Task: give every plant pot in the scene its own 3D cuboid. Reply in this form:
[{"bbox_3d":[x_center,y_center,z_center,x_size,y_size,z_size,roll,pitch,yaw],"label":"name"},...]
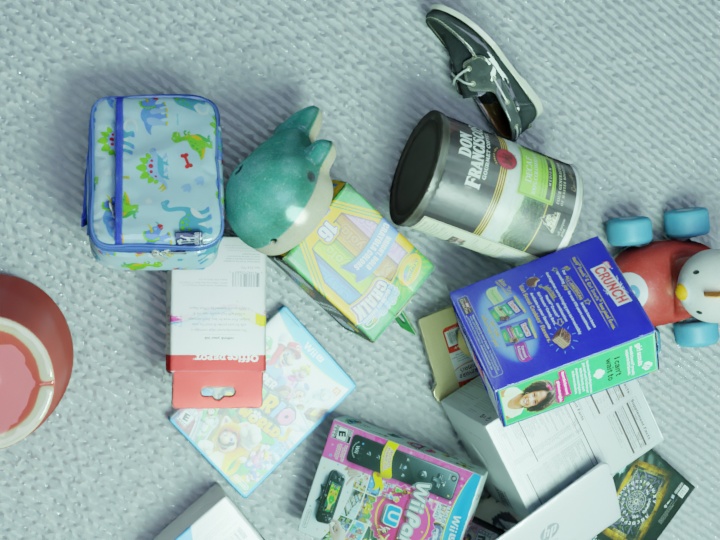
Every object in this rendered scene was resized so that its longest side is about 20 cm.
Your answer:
[{"bbox_3d":[-0.411,0.109,1.292,0.198,0.177,0.203,-1,94,-16],"label":"plant pot"}]

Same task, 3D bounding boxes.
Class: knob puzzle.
[{"bbox_3d":[0.179,0.125,1.547,0.217,0.030,0.222,-1,94,-17],"label":"knob puzzle"}]

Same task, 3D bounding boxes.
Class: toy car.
[{"bbox_3d":[0.429,0.020,1.526,0.175,0.200,0.187,-8,97,-16],"label":"toy car"}]

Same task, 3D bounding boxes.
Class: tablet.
[{"bbox_3d":[0.228,0.321,1.416,0.199,0.014,0.131,-34,136,-10],"label":"tablet"}]

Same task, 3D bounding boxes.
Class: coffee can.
[{"bbox_3d":[0.155,-0.096,1.462,0.198,0.146,0.148,18,89,-18],"label":"coffee can"}]

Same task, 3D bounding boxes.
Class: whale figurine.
[{"bbox_3d":[-0.097,-0.117,1.364,0.103,0.159,0.202,33,46,-29],"label":"whale figurine"}]

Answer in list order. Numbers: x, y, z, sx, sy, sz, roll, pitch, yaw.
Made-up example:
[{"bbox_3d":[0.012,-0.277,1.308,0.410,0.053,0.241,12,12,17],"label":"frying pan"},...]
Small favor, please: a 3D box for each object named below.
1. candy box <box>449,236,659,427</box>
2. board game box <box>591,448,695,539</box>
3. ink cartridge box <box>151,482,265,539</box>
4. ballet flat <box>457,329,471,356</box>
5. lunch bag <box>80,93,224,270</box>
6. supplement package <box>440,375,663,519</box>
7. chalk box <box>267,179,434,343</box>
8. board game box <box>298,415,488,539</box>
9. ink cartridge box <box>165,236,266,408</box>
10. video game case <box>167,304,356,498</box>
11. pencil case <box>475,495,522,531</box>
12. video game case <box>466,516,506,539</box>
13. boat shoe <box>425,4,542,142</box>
[{"bbox_3d":[0.228,0.070,1.390,0.198,0.170,0.077,-21,135,0],"label":"candy box"},{"bbox_3d":[0.355,0.336,1.619,0.135,0.028,0.201,41,83,-15],"label":"board game box"},{"bbox_3d":[-0.154,0.380,1.448,0.115,0.068,0.201,-39,104,-10],"label":"ink cartridge box"},{"bbox_3d":[0.209,0.040,1.501,0.199,0.063,0.069,-38,101,-11],"label":"ballet flat"},{"bbox_3d":[-0.236,-0.101,1.340,0.159,0.083,0.202,1,68,-9],"label":"lunch bag"},{"bbox_3d":[0.238,0.188,1.474,0.199,0.152,0.152,-31,104,-12],"label":"supplement package"},{"bbox_3d":[0.000,0.000,1.434,0.200,0.124,0.124,42,82,-17],"label":"chalk box"},{"bbox_3d":[0.041,0.284,1.455,0.198,0.064,0.149,18,90,14],"label":"board game box"},{"bbox_3d":[-0.173,0.062,1.403,0.115,0.067,0.203,2,87,-15],"label":"ink cartridge box"},{"bbox_3d":[-0.120,0.164,1.466,0.200,0.018,0.143,-44,104,-9],"label":"video game case"},{"bbox_3d":[0.194,0.333,1.543,0.199,0.078,0.090,-30,85,-13],"label":"pencil case"},{"bbox_3d":[0.080,0.381,1.484,0.198,0.025,0.182,23,93,14],"label":"video game case"},{"bbox_3d":[0.148,-0.250,1.485,0.068,0.072,0.200,-46,107,-12],"label":"boat shoe"}]
